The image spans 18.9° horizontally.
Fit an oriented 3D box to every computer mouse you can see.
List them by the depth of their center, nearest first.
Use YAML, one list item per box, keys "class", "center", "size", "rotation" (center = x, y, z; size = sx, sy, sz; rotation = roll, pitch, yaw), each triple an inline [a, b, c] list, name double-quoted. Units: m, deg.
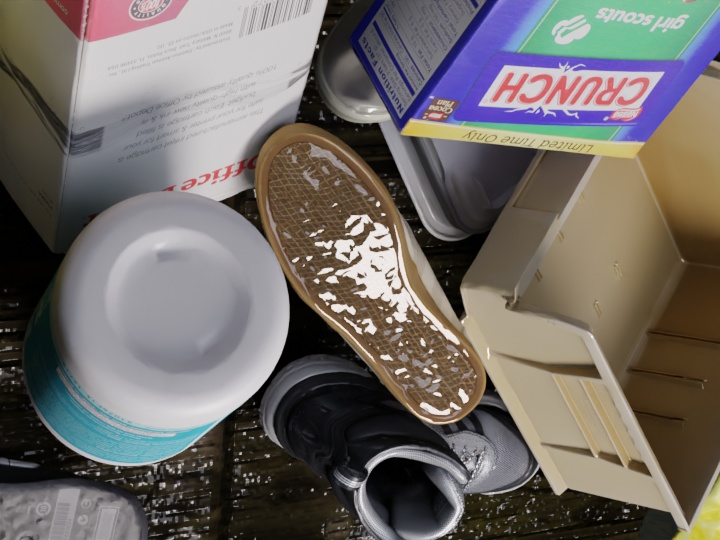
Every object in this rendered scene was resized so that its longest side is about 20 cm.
- class: "computer mouse"
  center: [-0.206, 0.105, 1.132]
  size: [0.199, 0.046, 0.141]
  rotation: [2, 106, -25]

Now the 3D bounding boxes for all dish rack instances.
- class: "dish rack"
  center: [0.100, -0.126, 1.288]
  size: [0.200, 0.044, 0.172]
  rotation: [-37, 123, -21]

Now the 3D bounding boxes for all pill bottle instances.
- class: "pill bottle"
  center: [-0.109, 0.036, 1.080]
  size: [0.110, 0.200, 0.111]
  rotation: [4, 75, -15]

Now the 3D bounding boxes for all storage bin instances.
- class: "storage bin"
  center: [0.164, 0.007, 1.263]
  size: [0.200, 0.094, 0.199]
  rotation: [-58, 138, -28]

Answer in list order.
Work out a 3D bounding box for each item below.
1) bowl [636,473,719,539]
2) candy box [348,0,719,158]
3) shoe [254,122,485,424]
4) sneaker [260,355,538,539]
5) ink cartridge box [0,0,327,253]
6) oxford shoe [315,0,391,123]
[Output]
- class: "bowl"
  center: [0.270, 0.128, 1.372]
  size: [0.108, 0.200, 0.200]
  rotation: [32, 82, 0]
- class: "candy box"
  center: [0.118, -0.153, 1.106]
  size: [0.169, 0.077, 0.200]
  rotation: [2, 141, -36]
- class: "shoe"
  center: [0.000, 0.000, 1.161]
  size: [0.070, 0.053, 0.200]
  rotation: [-32, 119, 0]
- class: "sneaker"
  center: [0.042, 0.116, 1.253]
  size: [0.200, 0.114, 0.076]
  rotation: [16, 111, -36]
- class: "ink cartridge box"
  center: [-0.100, -0.117, 1.063]
  size: [0.146, 0.083, 0.200]
  rotation: [-22, 150, -29]
- class: "oxford shoe"
  center: [0.057, -0.152, 1.200]
  size: [0.200, 0.058, 0.075]
  rotation: [-34, 84, -18]
